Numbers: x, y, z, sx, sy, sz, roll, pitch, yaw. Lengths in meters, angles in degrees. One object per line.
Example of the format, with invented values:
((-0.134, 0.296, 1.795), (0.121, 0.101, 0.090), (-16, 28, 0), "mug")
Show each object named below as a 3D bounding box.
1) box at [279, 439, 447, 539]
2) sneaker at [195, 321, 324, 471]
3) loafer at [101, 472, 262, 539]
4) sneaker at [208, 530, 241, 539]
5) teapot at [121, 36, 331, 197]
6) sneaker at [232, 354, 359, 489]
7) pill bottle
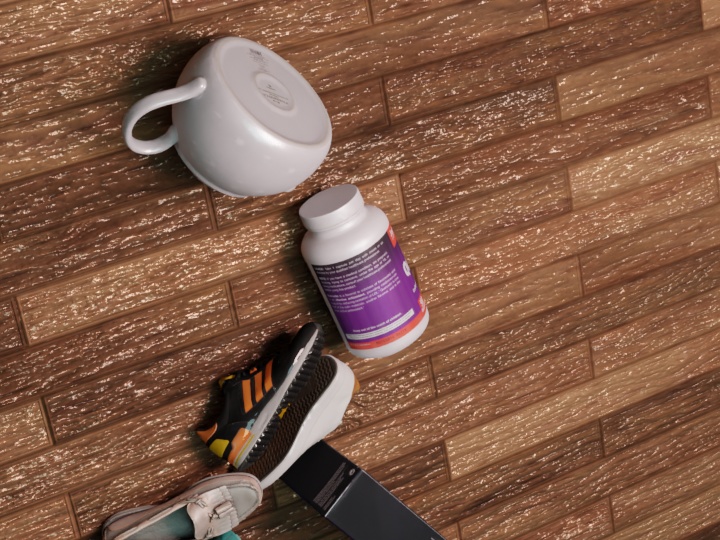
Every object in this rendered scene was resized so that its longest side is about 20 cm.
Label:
((0.010, 0.306, 1.795), (0.079, 0.141, 0.200), (-50, 119, -6), "box")
((-0.123, 0.137, 1.714), (0.090, 0.070, 0.200), (31, 88, 12), "sneaker")
((-0.209, 0.300, 1.687), (0.200, 0.063, 0.072), (-19, 105, -2), "loafer")
((-0.193, 0.364, 1.731), (0.200, 0.084, 0.121), (15, 101, -38), "sneaker")
((-0.142, -0.153, 1.593), (0.200, 0.197, 0.146), (43, 119, -9), "teapot")
((-0.071, 0.202, 1.765), (0.200, 0.073, 0.085), (-49, 141, 2), "sneaker")
((0.000, 0.000, 1.727), (0.112, 0.112, 0.200), (-33, 116, -17), "pill bottle")
